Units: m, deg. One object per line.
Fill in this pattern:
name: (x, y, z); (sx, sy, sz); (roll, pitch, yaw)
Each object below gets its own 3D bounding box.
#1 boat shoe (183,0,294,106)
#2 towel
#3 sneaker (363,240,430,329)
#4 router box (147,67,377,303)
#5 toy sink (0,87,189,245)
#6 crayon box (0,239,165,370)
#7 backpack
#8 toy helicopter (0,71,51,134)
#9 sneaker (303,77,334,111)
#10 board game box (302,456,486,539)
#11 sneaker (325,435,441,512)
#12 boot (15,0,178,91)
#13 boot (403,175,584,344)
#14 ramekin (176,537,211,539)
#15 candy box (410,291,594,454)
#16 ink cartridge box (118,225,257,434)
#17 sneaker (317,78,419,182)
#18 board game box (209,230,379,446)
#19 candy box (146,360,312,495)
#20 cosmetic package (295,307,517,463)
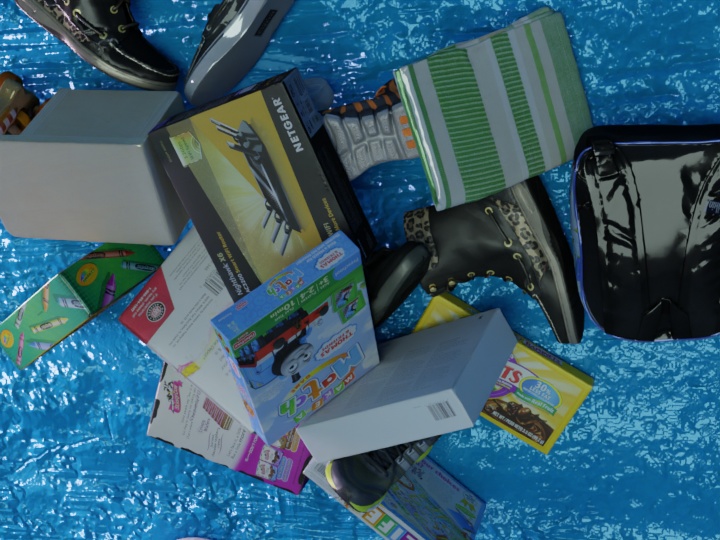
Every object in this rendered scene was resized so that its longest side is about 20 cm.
boat shoe: (-0.129, -0.262, 1.163); (0.057, 0.069, 0.200); (48, 113, 17)
towel: (0.135, -0.157, 1.073); (0.023, 0.200, 0.153); (6, 118, 61)
sneaker: (0.000, 0.000, 1.166); (0.114, 0.076, 0.199); (48, 155, 3)
router box: (-0.095, -0.080, 1.097); (0.157, 0.052, 0.200); (-17, 110, 24)
toy sink: (-0.284, -0.114, 1.179); (0.200, 0.112, 0.130); (2, 131, 16)
crayon box: (-0.319, 0.032, 1.240); (0.200, 0.119, 0.058); (-30, 98, 46)
backpack: (0.296, -0.040, 1.068); (0.183, 0.147, 0.200); (0, 107, 13)
toy helicopter: (-0.409, -0.149, 1.198); (0.079, 0.200, 0.132); (31, 96, 4)
sneaker: (-0.080, -0.114, 1.198); (0.099, 0.078, 0.200); (29, 102, -32)
board game box: (0.043, 0.245, 1.238); (0.200, 0.134, 0.034); (39, 117, 1)
sneaker: (0.033, 0.184, 1.181); (0.074, 0.200, 0.081); (42, 126, 8)
boot: (-0.256, -0.297, 1.172); (0.200, 0.073, 0.151); (36, 112, 5)
boot: (0.143, -0.002, 1.165); (0.150, 0.073, 0.200); (-17, 108, 23)
ramekin: (-0.210, 0.436, 1.390); (0.200, 0.098, 0.201); (4, 108, 13)
candy box: (0.147, 0.112, 1.225); (0.200, 0.026, 0.102); (30, 111, 4)
ink cartridge box: (-0.140, 0.064, 1.216); (0.200, 0.086, 0.148); (40, 86, 8)
sneaker: (0.003, -0.146, 1.134); (0.200, 0.112, 0.078); (-6, 115, 14)
board game box: (-0.057, 0.071, 1.083); (0.037, 0.151, 0.200); (43, 159, 31)
candy box: (-0.139, 0.161, 1.300); (0.200, 0.061, 0.137); (20, 111, 7)
cosmetic package: (0.049, 0.120, 1.149); (0.200, 0.151, 0.052); (-19, 111, 35)
